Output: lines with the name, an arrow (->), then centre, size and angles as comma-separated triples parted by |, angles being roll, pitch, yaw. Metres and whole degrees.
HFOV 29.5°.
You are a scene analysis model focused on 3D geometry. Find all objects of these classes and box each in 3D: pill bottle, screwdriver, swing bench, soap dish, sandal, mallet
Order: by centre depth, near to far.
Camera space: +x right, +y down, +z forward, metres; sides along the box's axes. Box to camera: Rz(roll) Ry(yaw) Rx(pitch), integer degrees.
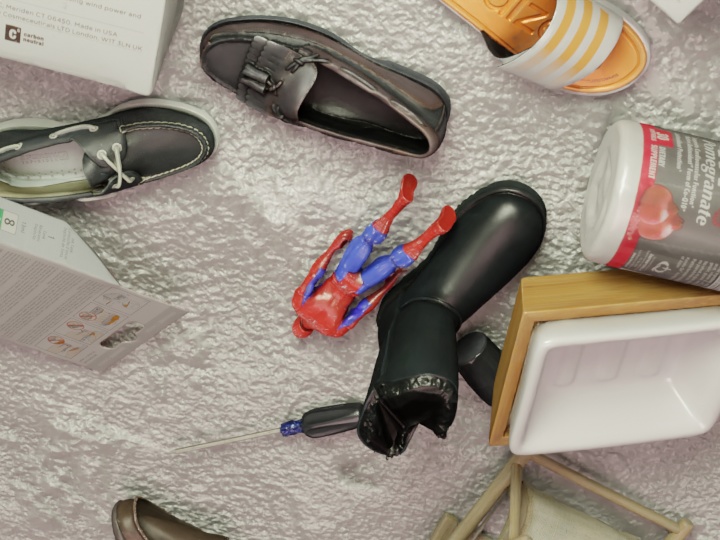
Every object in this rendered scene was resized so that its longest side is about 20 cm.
sandal -> 0.114, -0.177, 0.983 | 0.206, 0.059, 0.079 | 28, 125, -14
pill bottle -> 0.276, -0.040, 1.035 | 0.199, 0.111, 0.111 | 12, 127, -3
soap dish -> 0.206, 0.069, 1.109 | 0.199, 0.081, 0.158 | -4, 135, -12
mallet -> 0.167, 0.044, 1.161 | 0.200, 0.041, 0.066 | -36, 119, 24
screwdriver -> -0.089, 0.154, 1.272 | 0.199, 0.029, 0.028 | -16, 124, 11
swing bench -> 0.178, 0.295, 1.292 | 0.198, 0.130, 0.200 | 28, 130, -15

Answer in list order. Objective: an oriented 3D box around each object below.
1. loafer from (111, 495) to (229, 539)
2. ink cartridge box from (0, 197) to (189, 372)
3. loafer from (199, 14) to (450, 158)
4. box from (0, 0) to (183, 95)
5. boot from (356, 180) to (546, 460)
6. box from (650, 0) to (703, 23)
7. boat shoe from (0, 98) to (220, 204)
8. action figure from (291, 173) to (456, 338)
loafer -> -0.161, 0.279, 1.361 | 0.071, 0.073, 0.200 | -40, 119, 19
ink cartridge box -> -0.269, 0.015, 1.170 | 0.199, 0.050, 0.161 | 21, 145, -33
loafer -> -0.027, -0.136, 1.028 | 0.199, 0.063, 0.072 | 17, 127, -6
box -> -0.209, -0.252, 0.920 | 0.198, 0.131, 0.201 | 14, 128, -4
boot -> 0.075, 0.042, 1.085 | 0.076, 0.168, 0.200 | 34, 123, -18
box -> 0.227, -0.281, 0.868 | 0.124, 0.098, 0.200 | 34, 124, -18
boat shoe -> -0.211, -0.087, 1.089 | 0.199, 0.060, 0.076 | -9, 126, 13
action figure -> 0.000, 0.000, 1.138 | 0.065, 0.052, 0.200 | 36, 128, -13
